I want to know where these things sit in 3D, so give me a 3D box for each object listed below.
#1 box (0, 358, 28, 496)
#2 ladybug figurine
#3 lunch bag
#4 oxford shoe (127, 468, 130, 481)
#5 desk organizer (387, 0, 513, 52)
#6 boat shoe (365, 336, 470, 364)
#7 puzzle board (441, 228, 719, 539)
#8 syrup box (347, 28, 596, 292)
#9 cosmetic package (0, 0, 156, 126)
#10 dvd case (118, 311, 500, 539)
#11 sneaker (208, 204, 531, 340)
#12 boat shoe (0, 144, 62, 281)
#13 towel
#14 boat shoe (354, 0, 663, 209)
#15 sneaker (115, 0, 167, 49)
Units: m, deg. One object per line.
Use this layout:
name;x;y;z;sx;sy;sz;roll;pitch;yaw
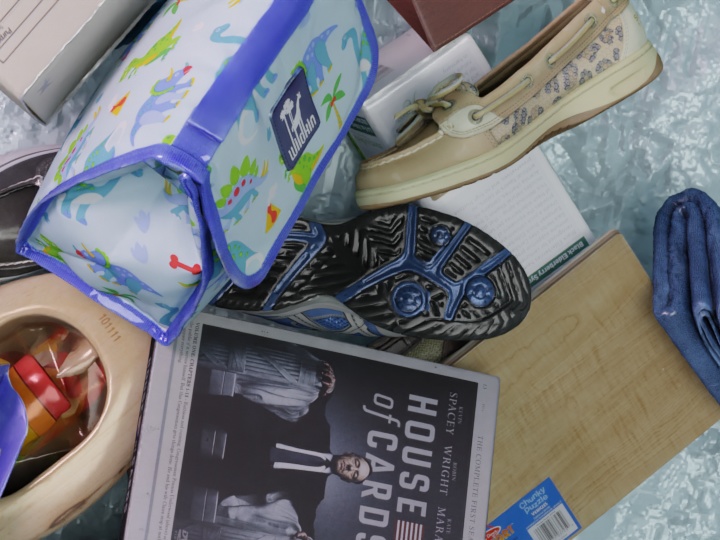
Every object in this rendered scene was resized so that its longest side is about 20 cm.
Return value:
box;-0.283;0.075;1.353;0.200;0.041;0.119;23;93;13
ladybug figurine;-0.195;0.085;1.405;0.200;0.072;0.136;-34;81;-3
lunch bag;-0.077;-0.077;1.294;0.127;0.200;0.170;31;63;-4
oxford shoe;-0.098;0.133;1.397;0.071;0.200;0.074;-42;142;16
desk organizer;0.090;-0.215;1.434;0.200;0.072;0.077;-34;122;-15
boat shoe;-0.018;0.078;1.480;0.200;0.073;0.065;-28;83;-3
puzzle board;0.107;0.090;1.466;0.200;0.017;0.151;-38;119;-6
syrup box;0.070;-0.043;1.472;0.081;0.079;0.200;-35;109;-9
cosmetic package;-0.213;-0.181;1.309;0.200;0.087;0.103;42;86;6
dvd case;-0.026;0.109;1.366;0.200;0.025;0.150;12;66;-12
sneaker;0.000;0.000;1.431;0.200;0.077;0.076;9;84;5
boat shoe;-0.149;-0.041;1.399;0.200;0.057;0.069;-20;108;-23
towel;0.241;0.045;1.511;0.048;0.112;0.200;-21;132;25
boat shoe;0.075;-0.095;1.389;0.200;0.073;0.063;-30;102;-22
sneaker;-0.138;-0.175;1.390;0.200;0.077;0.081;-28;85;-6
